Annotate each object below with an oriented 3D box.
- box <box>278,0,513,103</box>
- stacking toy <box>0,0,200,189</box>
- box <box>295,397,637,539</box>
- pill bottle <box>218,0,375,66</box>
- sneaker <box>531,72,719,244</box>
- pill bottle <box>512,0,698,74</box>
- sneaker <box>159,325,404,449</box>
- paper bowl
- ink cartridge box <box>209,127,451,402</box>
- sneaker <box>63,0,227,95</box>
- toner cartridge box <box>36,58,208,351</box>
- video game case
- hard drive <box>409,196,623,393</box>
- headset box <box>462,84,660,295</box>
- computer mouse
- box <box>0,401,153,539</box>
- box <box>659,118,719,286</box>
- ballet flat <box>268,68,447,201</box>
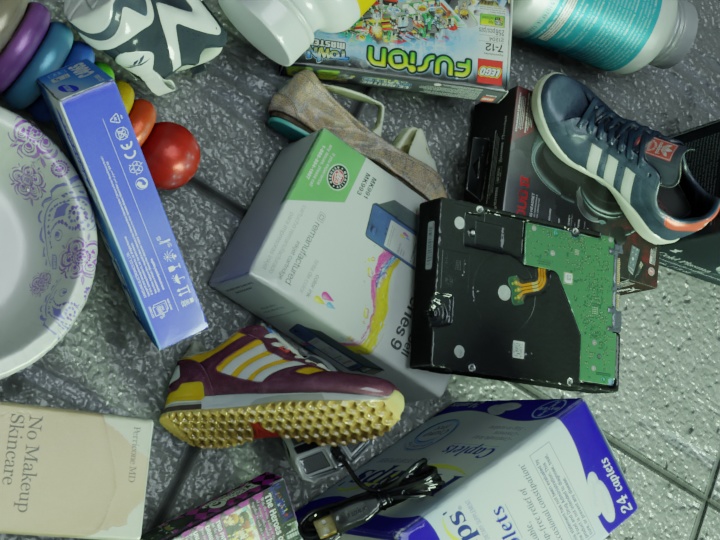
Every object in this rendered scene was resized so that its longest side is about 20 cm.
[{"bbox_3d":[0.033,-0.214,1.098,0.200,0.035,0.110,5,78,-10],"label":"box"},{"bbox_3d":[-0.209,-0.132,0.970,0.200,0.085,0.085,34,68,-25],"label":"stacking toy"},{"bbox_3d":[0.077,0.194,0.998,0.200,0.184,0.105,-31,99,-28],"label":"box"},{"bbox_3d":[-0.020,-0.265,1.019,0.111,0.111,0.200,45,81,-14],"label":"pill bottle"},{"bbox_3d":[0.240,-0.107,1.104,0.200,0.084,0.075,40,66,-17],"label":"sneaker"},{"bbox_3d":[0.221,-0.253,1.191,0.200,0.111,0.111,15,75,-25],"label":"pill bottle"},{"bbox_3d":[-0.059,0.080,0.948,0.075,0.200,0.090,57,36,-49],"label":"sneaker"},{"bbox_3d":[-0.295,-0.015,0.884,0.200,0.104,0.201,5,80,-27],"label":"paper bowl"},{"bbox_3d":[0.000,0.000,1.047,0.200,0.087,0.145,35,67,-21],"label":"ink cartridge box"},{"bbox_3d":[-0.160,-0.225,1.013,0.130,0.079,0.199,53,27,-42],"label":"sneaker"},{"bbox_3d":[-0.174,-0.048,0.919,0.043,0.095,0.200,-25,115,-16],"label":"toner cartridge box"},{"bbox_3d":[-0.111,0.280,0.949,0.181,0.036,0.200,-23,105,-28],"label":"video game case"},{"bbox_3d":[0.134,0.025,1.049,0.200,0.038,0.140,9,78,-30],"label":"hard drive"},{"bbox_3d":[0.181,-0.071,1.159,0.200,0.077,0.149,16,74,-26],"label":"headset box"},{"bbox_3d":[-0.020,0.133,0.971,0.110,0.200,0.044,-31,125,-4],"label":"computer mouse"},{"bbox_3d":[-0.257,0.140,0.893,0.200,0.078,0.095,9,78,-26],"label":"box"},{"bbox_3d":[0.398,-0.058,1.202,0.200,0.197,0.124,17,74,-24],"label":"box"},{"bbox_3d":[0.016,-0.106,1.081,0.200,0.068,0.067,33,77,-20],"label":"ballet flat"}]
